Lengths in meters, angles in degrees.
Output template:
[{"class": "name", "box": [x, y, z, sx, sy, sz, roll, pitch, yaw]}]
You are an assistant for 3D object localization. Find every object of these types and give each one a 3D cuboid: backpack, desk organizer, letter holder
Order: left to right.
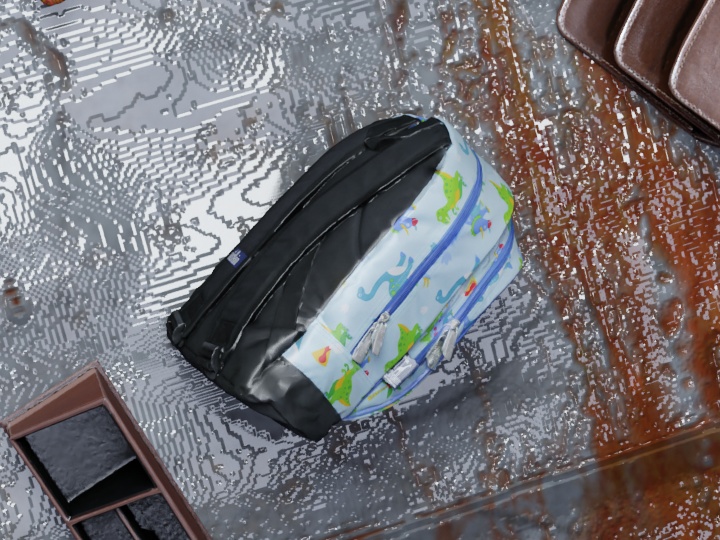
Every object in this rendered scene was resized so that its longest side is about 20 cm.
[{"class": "desk organizer", "box": [-0.134, 0.163, 1.184, 0.071, 0.077, 0.201, -32, 106, -5]}, {"class": "backpack", "box": [0.000, 0.000, 1.152, 0.153, 0.163, 0.201, 31, 86, -25]}, {"class": "letter holder", "box": [0.230, -0.193, 1.185, 0.142, 0.101, 0.201, 34, 92, -15]}]

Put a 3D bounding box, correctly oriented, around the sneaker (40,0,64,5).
[{"class": "sneaker", "box": [-0.129, -0.238, 1.110, 0.077, 0.073, 0.201, 25, 98, -26]}]
